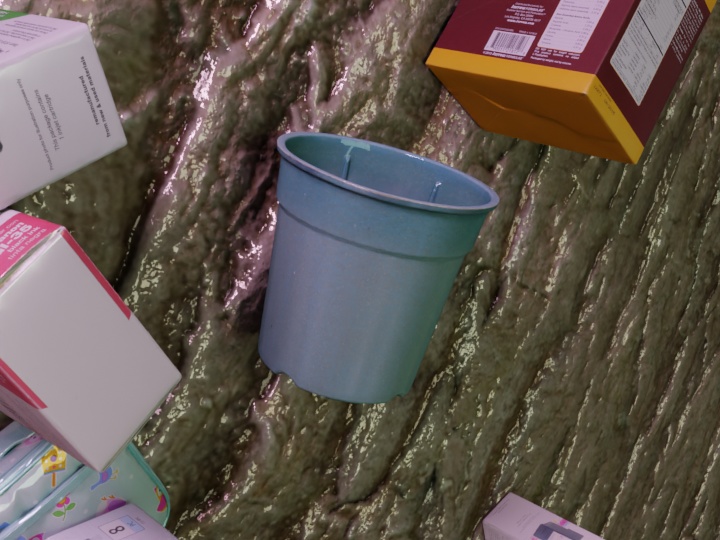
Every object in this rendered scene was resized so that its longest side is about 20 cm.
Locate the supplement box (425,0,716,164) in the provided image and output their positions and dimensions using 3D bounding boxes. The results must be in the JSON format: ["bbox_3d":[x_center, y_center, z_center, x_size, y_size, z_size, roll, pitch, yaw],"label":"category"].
[{"bbox_3d":[0.212,-0.242,1.002,0.133,0.197,0.200,37,78,-47],"label":"supplement box"}]

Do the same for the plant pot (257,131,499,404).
[{"bbox_3d":[0.000,0.000,0.893,0.200,0.200,0.197,-2,115,-46],"label":"plant pot"}]

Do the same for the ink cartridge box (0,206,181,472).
[{"bbox_3d":[-0.233,0.028,0.639,0.083,0.200,0.147,-51,136,-24],"label":"ink cartridge box"}]

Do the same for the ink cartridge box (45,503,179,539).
[{"bbox_3d":[-0.196,0.241,0.674,0.200,0.160,0.047,-14,116,-42],"label":"ink cartridge box"}]

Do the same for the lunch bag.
[{"bbox_3d":[-0.256,0.202,0.773,0.200,0.077,0.161,-43,132,-26],"label":"lunch bag"}]

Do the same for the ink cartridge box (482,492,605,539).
[{"bbox_3d":[0.262,0.387,1.300,0.067,0.200,0.117,-35,128,-33],"label":"ink cartridge box"}]

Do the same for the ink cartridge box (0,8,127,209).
[{"bbox_3d":[-0.268,-0.082,0.599,0.200,0.146,0.083,-34,127,-32],"label":"ink cartridge box"}]
